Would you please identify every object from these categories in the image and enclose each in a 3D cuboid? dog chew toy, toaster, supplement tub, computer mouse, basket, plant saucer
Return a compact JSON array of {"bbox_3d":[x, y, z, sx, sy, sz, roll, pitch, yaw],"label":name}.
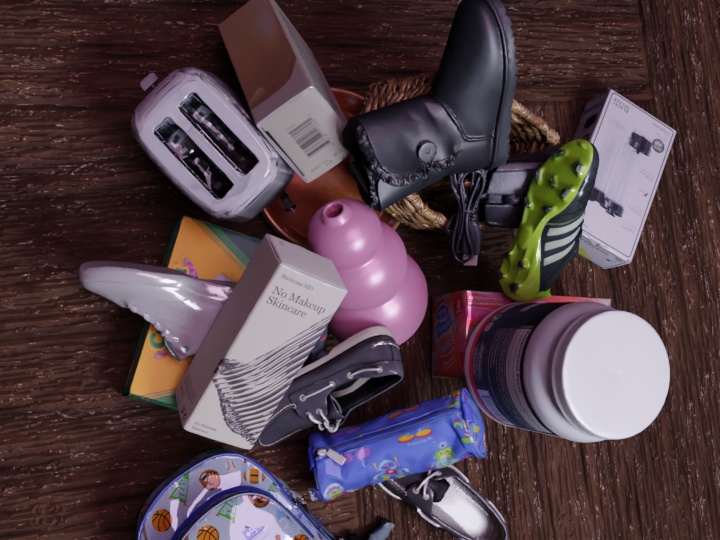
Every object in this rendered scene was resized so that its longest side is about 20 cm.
[{"bbox_3d":[0.000,0.000,1.083,0.125,0.124,0.200,-50,142,-20],"label":"dog chew toy"},{"bbox_3d":[-0.151,-0.126,1.053,0.114,0.129,0.200,-42,92,5],"label":"toaster"},{"bbox_3d":[0.209,0.102,1.040,0.140,0.200,0.141,1,88,-21],"label":"supplement tub"},{"bbox_3d":[0.195,-0.083,1.137,0.200,0.053,0.139,-17,127,-22],"label":"computer mouse"},{"bbox_3d":[0.106,-0.123,1.132,0.200,0.149,0.143,27,70,-41],"label":"basket"},{"bbox_3d":[-0.035,-0.114,1.171,0.200,0.032,0.201,3,81,-20],"label":"plant saucer"}]

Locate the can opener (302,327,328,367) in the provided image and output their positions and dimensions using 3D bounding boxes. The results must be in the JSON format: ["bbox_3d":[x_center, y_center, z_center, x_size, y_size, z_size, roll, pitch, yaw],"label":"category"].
[{"bbox_3d":[-0.060,0.065,1.066,0.063,0.200,0.079,22,39,12],"label":"can opener"}]

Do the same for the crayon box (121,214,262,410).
[{"bbox_3d":[-0.169,0.054,1.078,0.119,0.058,0.200,19,76,-18],"label":"crayon box"}]

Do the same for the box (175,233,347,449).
[{"bbox_3d":[-0.100,0.072,0.978,0.082,0.068,0.200,22,110,-26],"label":"box"}]

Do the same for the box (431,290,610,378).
[{"bbox_3d":[0.193,0.080,1.196,0.200,0.095,0.103,4,82,-21],"label":"box"}]

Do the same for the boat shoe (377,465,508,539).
[{"bbox_3d":[0.088,0.255,1.147,0.200,0.060,0.074,44,76,-9],"label":"boat shoe"}]

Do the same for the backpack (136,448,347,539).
[{"bbox_3d":[-0.134,0.282,1.016,0.200,0.154,0.191,-42,88,-18],"label":"backpack"}]

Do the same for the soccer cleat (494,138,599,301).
[{"bbox_3d":[0.217,-0.054,1.104,0.081,0.068,0.200,1,123,-36],"label":"soccer cleat"}]

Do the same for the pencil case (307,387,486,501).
[{"bbox_3d":[0.036,0.189,1.083,0.200,0.087,0.078,-17,62,7],"label":"pencil case"}]

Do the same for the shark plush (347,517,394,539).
[{"bbox_3d":[-0.025,0.365,1.106,0.083,0.091,0.200,49,46,-29],"label":"shark plush"}]

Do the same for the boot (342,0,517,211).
[{"bbox_3d":[0.066,-0.165,0.991,0.168,0.076,0.200,-20,129,-21],"label":"boot"}]

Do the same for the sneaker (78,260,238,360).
[{"bbox_3d":[-0.189,0.045,1.008,0.200,0.075,0.089,14,94,-17],"label":"sneaker"}]

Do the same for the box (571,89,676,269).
[{"bbox_3d":[0.320,-0.117,1.295,0.117,0.060,0.200,27,73,-16],"label":"box"}]

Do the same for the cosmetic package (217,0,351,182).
[{"bbox_3d":[-0.080,-0.199,1.067,0.071,0.200,0.105,-33,134,9],"label":"cosmetic package"}]

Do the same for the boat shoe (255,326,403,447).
[{"bbox_3d":[-0.039,0.138,1.064,0.200,0.073,0.063,-36,55,13],"label":"boat shoe"}]
